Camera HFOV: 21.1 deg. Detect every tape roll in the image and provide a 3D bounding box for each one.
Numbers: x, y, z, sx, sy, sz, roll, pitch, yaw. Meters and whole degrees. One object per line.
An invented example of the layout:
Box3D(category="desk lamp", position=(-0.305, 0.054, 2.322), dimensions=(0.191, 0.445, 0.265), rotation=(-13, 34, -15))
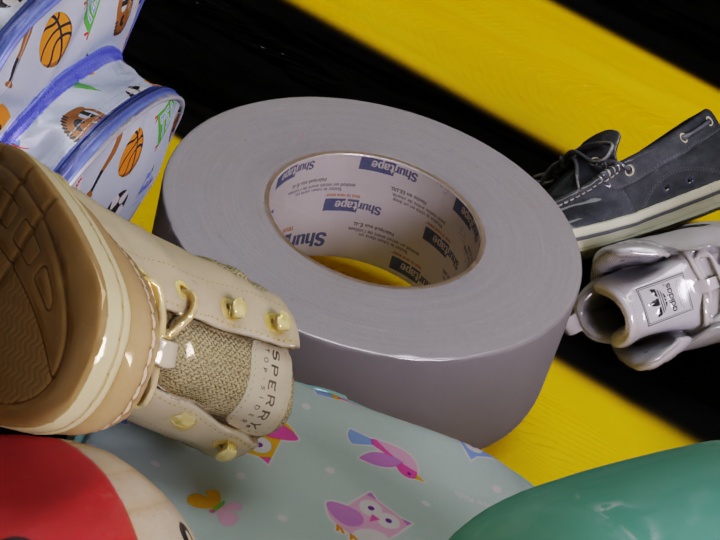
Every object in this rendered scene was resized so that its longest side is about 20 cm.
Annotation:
Box3D(category="tape roll", position=(0.000, 0.000, 0.910), dimensions=(0.200, 0.066, 0.200), rotation=(10, 37, -7))

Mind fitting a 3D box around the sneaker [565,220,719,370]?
Box3D(category="sneaker", position=(0.197, 0.007, 0.992), dimensions=(0.115, 0.075, 0.200), rotation=(-17, 4, -38))

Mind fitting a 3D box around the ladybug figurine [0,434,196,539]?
Box3D(category="ladybug figurine", position=(-0.129, 0.095, 0.540), dimensions=(0.200, 0.072, 0.136), rotation=(-12, 28, -39))

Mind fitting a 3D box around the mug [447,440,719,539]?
Box3D(category="mug", position=(0.084, 0.152, 0.578), dimensions=(0.114, 0.185, 0.152), rotation=(-9, -4, -32))

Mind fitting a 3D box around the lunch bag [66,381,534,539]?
Box3D(category="lunch bag", position=(-0.028, 0.113, 0.713), dimensions=(0.200, 0.077, 0.160), rotation=(20, 29, -4))

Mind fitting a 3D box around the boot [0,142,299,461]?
Box3D(category="boot", position=(-0.075, 0.020, 0.617), dimensions=(0.155, 0.073, 0.200), rotation=(29, -3, -35))

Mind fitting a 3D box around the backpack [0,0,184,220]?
Box3D(category="backpack", position=(-0.164, -0.059, 0.795), dimensions=(0.154, 0.191, 0.200), rotation=(24, 27, 2))

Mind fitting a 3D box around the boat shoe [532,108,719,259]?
Box3D(category="boat shoe", position=(0.127, -0.041, 1.057), dimensions=(0.200, 0.075, 0.062), rotation=(-19, 87, -25))
